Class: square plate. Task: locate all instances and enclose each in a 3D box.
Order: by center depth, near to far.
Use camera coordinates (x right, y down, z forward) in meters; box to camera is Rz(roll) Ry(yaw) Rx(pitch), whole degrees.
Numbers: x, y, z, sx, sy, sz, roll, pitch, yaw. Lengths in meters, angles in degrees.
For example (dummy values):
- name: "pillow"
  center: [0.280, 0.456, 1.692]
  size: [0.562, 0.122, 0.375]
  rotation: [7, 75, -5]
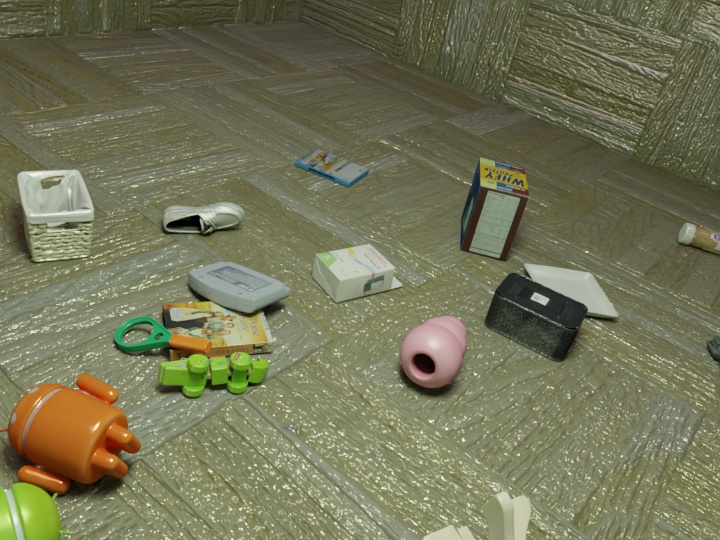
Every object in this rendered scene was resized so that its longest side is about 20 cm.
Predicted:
- name: "square plate"
  center: [0.539, 0.056, 1.665]
  size: [0.198, 0.029, 0.199]
  rotation: [7, 33, -9]

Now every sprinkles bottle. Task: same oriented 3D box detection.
- name: "sprinkles bottle"
  center: [1.139, -0.093, 2.075]
  size: [0.198, 0.069, 0.068]
  rotation: [18, 32, 8]

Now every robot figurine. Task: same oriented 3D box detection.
- name: "robot figurine"
  center: [-0.466, 0.336, 0.787]
  size: [0.199, 0.117, 0.175]
  rotation: [-13, 35, -35]
- name: "robot figurine"
  center: [-0.430, 0.240, 0.949]
  size: [0.198, 0.145, 0.117]
  rotation: [20, 10, 10]

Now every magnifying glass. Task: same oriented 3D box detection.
- name: "magnifying glass"
  center: [-0.367, 0.127, 1.191]
  size: [0.198, 0.023, 0.080]
  rotation: [6, 41, 20]

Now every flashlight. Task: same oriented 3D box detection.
- name: "flashlight"
  center: [0.881, 0.226, 1.494]
  size: [0.067, 0.068, 0.201]
  rotation: [36, 29, -13]

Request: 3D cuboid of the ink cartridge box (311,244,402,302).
- name: "ink cartridge box"
  center: [0.000, 0.000, 1.520]
  size: [0.198, 0.068, 0.117]
  rotation: [-12, 40, -34]

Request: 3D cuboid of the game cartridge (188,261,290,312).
- name: "game cartridge"
  center: [-0.264, 0.033, 1.364]
  size: [0.199, 0.041, 0.133]
  rotation: [20, 21, 31]

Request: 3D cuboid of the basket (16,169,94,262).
- name: "basket"
  center: [-0.671, -0.122, 1.415]
  size: [0.134, 0.124, 0.200]
  rotation: [-7, 38, -30]

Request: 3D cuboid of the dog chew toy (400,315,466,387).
- name: "dog chew toy"
  center: [0.159, 0.153, 1.301]
  size: [0.124, 0.126, 0.200]
  rotation: [24, 25, 17]

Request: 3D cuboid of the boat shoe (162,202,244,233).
- name: "boat shoe"
  center: [-0.382, -0.122, 1.571]
  size: [0.198, 0.072, 0.066]
  rotation: [1, 38, -17]

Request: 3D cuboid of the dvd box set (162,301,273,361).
- name: "dvd box set"
  center: [-0.285, 0.114, 1.276]
  size: [0.198, 0.030, 0.147]
  rotation: [-2, 35, -22]

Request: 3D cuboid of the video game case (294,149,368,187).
- name: "video game case"
  center: [-0.090, -0.328, 2.042]
  size: [0.198, 0.018, 0.143]
  rotation: [24, 34, 16]

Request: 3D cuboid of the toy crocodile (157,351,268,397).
- name: "toy crocodile"
  center: [-0.260, 0.179, 1.152]
  size: [0.198, 0.068, 0.062]
  rotation: [1, 28, -23]

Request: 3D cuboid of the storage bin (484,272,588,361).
- name: "storage bin"
  center: [0.405, 0.103, 1.484]
  size: [0.199, 0.094, 0.135]
  rotation: [27, 35, 20]

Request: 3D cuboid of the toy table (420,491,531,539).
- name: "toy table"
  center: [0.187, 0.398, 0.894]
  size: [0.198, 0.184, 0.118]
  rotation: [-1, 50, -36]

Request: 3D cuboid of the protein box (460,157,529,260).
- name: "protein box"
  center: [0.370, -0.174, 1.797]
  size: [0.133, 0.202, 0.199]
  rotation: [14, 32, 1]
